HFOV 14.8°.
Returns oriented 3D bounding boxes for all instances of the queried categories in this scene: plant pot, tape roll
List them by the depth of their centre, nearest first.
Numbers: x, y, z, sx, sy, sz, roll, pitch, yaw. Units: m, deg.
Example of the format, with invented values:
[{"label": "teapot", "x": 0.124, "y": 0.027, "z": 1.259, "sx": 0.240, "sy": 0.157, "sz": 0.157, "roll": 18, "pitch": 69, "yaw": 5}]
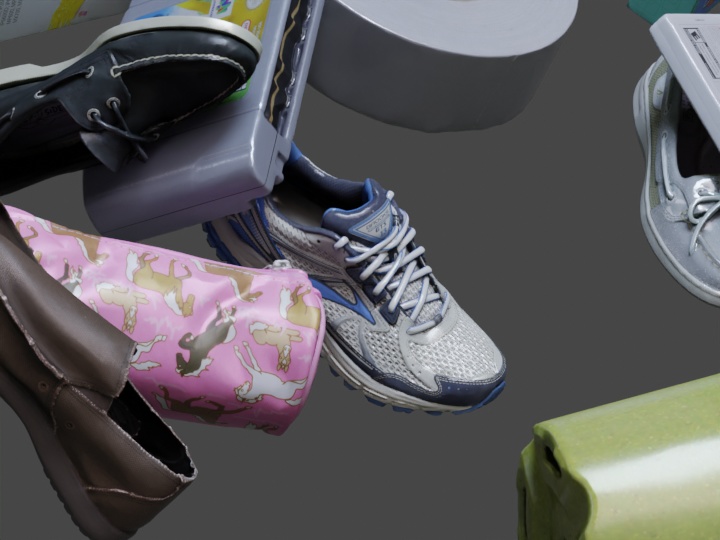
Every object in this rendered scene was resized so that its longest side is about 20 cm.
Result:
[{"label": "plant pot", "x": 0.183, "y": 0.132, "z": 1.412, "sx": 0.183, "sy": 0.201, "sz": 0.201, "roll": -7, "pitch": 52, "yaw": -13}, {"label": "tape roll", "x": 0.029, "y": -0.174, "z": 1.676, "sx": 0.199, "sy": 0.066, "sz": 0.201, "roll": 15, "pitch": 42, "yaw": -14}]

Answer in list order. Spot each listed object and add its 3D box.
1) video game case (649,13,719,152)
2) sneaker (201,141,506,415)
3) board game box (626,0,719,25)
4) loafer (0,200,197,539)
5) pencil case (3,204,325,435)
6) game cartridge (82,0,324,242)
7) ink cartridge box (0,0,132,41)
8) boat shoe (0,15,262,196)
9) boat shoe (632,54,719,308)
[{"label": "video game case", "x": 0.269, "y": -0.094, "z": 1.687, "sx": 0.200, "sy": 0.018, "sz": 0.144, "roll": -6, "pitch": 61, "yaw": -50}, {"label": "sneaker", "x": 0.000, "y": 0.000, "z": 1.510, "sx": 0.200, "sy": 0.085, "sz": 0.077, "roll": 37, "pitch": 47, "yaw": 11}, {"label": "board game box", "x": 0.262, "y": -0.255, "z": 1.795, "sx": 0.045, "sy": 0.152, "sz": 0.200, "roll": 37, "pitch": 46, "yaw": 13}, {"label": "loafer", "x": -0.142, "y": 0.039, "z": 1.361, "sx": 0.200, "sy": 0.071, "sz": 0.073, "roll": 60, "pitch": 18, "yaw": -23}, {"label": "pencil case", "x": -0.120, "y": 0.025, "z": 1.443, "sx": 0.199, "sy": 0.083, "sz": 0.087, "roll": 12, "pitch": 48, "yaw": -11}, {"label": "game cartridge", "x": -0.088, "y": -0.109, "z": 1.545, "sx": 0.040, "sy": 0.133, "sz": 0.201, "roll": 43, "pitch": 43, "yaw": -36}, {"label": "ink cartridge box", "x": -0.184, "y": -0.239, "z": 1.608, "sx": 0.199, "sy": 0.145, "sz": 0.146, "roll": -18, "pitch": 59, "yaw": -32}, {"label": "boat shoe", "x": -0.140, "y": -0.081, "z": 1.479, "sx": 0.199, "sy": 0.075, "sz": 0.066, "roll": -10, "pitch": 58, "yaw": 27}, {"label": "boat shoe", "x": 0.210, "y": -0.063, "z": 1.663, "sx": 0.074, "sy": 0.065, "sz": 0.203, "roll": 9, "pitch": 47, "yaw": -14}]
